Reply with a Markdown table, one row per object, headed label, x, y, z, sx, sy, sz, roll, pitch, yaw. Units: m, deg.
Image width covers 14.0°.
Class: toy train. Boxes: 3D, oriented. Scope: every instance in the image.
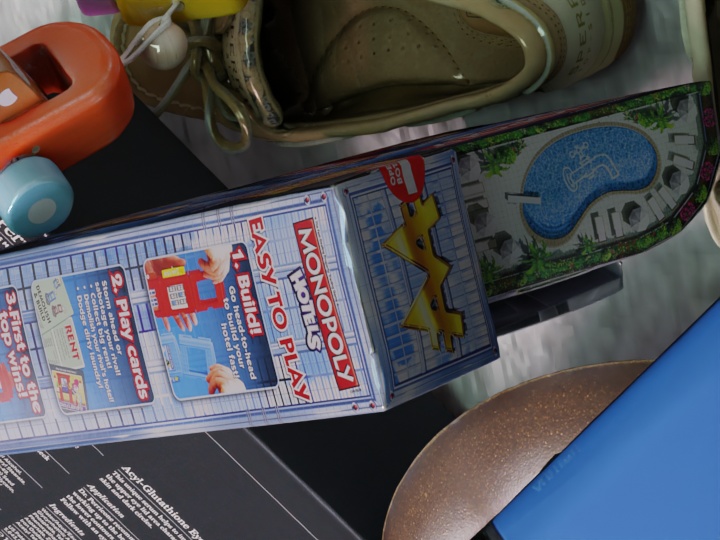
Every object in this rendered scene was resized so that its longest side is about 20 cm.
| label | x | y | z | sx | sy | sz | roll | pitch | yaw |
| --- | --- | --- | --- | --- | --- | --- | --- | --- | --- |
| toy train | -0.108 | -0.108 | 0.918 | 0.200 | 0.150 | 0.056 | 57 | 169 | 39 |

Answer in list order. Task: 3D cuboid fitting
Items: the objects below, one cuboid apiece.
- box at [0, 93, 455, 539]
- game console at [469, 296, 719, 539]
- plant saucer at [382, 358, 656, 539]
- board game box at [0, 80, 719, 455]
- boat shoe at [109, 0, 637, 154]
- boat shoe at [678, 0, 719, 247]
| label | x | y | z | sx | sy | sz | roll | pitch | yaw |
| --- | --- | --- | --- | --- | --- | --- | --- | --- | --- |
| box | -0.077 | 0.044 | 1.001 | 0.141 | 0.079 | 0.200 | -26 | 116 | 43 |
| game console | 0.121 | 0.118 | 0.748 | 0.171 | 0.118 | 0.200 | -45 | 84 | 11 |
| plant saucer | 0.102 | 0.113 | 0.927 | 0.199 | 0.032 | 0.201 | 7 | 132 | 8 |
| board game box | 0.000 | 0.000 | 0.838 | 0.200 | 0.199 | 0.062 | -5 | 100 | 64 |
| boat shoe | -0.010 | -0.078 | 0.941 | 0.199 | 0.063 | 0.074 | -6 | 110 | 37 |
| boat shoe | 0.133 | -0.022 | 0.869 | 0.071 | 0.063 | 0.201 | 3 | 115 | 32 |
